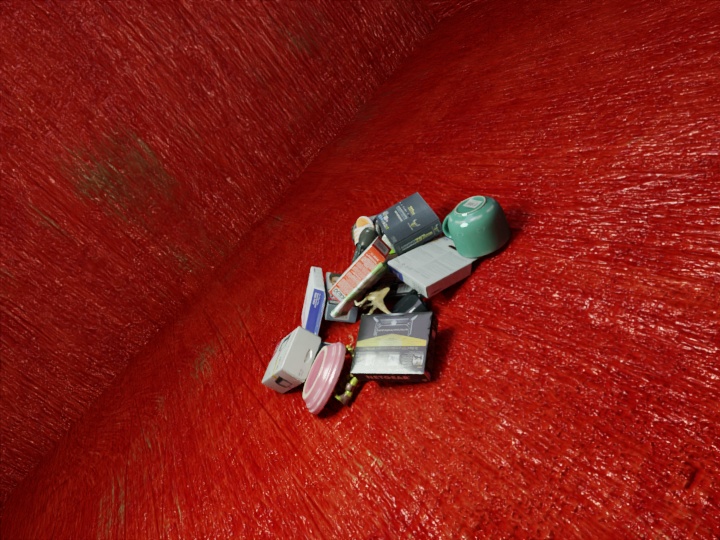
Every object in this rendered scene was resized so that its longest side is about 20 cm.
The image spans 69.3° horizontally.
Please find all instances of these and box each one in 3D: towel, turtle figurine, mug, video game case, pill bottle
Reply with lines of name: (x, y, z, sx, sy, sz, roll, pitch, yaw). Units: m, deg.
towel: (0.004, 0.057, 1.473, 0.200, 0.031, 0.149, -45, -5, 7)
turtle figurine: (-0.014, 0.265, 1.379, 0.162, 0.064, 0.200, -53, 35, 0)
mug: (0.295, -0.122, 1.388, 0.182, 0.116, 0.153, -16, 29, 24)
video game case: (0.114, 0.016, 1.548, 0.197, 0.026, 0.183, -9, 44, 31)
pill bottle: (0.065, -0.137, 1.817, 0.198, 0.112, 0.113, -8, 43, 52)

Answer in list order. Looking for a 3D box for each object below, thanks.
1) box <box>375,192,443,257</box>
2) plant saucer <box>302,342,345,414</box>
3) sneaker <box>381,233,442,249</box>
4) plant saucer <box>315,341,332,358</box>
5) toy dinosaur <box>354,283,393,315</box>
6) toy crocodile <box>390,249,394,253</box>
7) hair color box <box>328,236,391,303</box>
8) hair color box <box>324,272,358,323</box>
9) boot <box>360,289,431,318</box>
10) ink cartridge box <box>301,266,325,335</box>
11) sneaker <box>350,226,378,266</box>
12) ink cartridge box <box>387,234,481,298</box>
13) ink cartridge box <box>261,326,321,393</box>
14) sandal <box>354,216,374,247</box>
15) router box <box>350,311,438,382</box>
box: (0.144, -0.143, 1.570, 0.156, 0.051, 0.201, -28, 35, 3)
plant saucer: (-0.105, 0.286, 1.419, 0.203, 0.050, 0.201, -61, 10, 19)
sneaker: (0.177, -0.106, 1.648, 0.197, 0.074, 0.114, 2, 5, 27)
plant saucer: (-0.129, 0.248, 1.596, 0.019, 0.072, 0.199, -9, 4, -33)
toy dinosaur: (0.039, 0.081, 1.403, 0.100, 0.059, 0.201, -34, 17, 10)
toy crocodile: (0.069, 0.001, 1.670, 0.067, 0.062, 0.201, 10, 54, 39)
hair color box: (0.000, 0.000, 1.556, 0.200, 0.064, 0.111, -45, 3, 22)
hair color box: (-0.065, 0.084, 1.680, 0.201, 0.097, 0.062, -101, 20, -61)
boot: (0.096, 0.120, 1.420, 0.168, 0.077, 0.200, -42, 21, -2)
ink cartridge box: (-0.157, 0.122, 1.705, 0.201, 0.042, 0.200, -104, 26, -63)
sneaker: (0.013, -0.042, 1.673, 0.080, 0.074, 0.203, -69, -5, -59)
ink cartridge box: (0.206, -0.016, 1.432, 0.197, 0.044, 0.196, -25, 30, -19)
ink cartridge box: (-0.210, 0.272, 1.570, 0.200, 0.085, 0.150, -42, 23, 55)
sandal: (0.018, -0.088, 1.741, 0.079, 0.058, 0.210, -38, 62, 46)
router box: (0.083, 0.185, 1.265, 0.196, 0.052, 0.160, -5, 56, 29)
